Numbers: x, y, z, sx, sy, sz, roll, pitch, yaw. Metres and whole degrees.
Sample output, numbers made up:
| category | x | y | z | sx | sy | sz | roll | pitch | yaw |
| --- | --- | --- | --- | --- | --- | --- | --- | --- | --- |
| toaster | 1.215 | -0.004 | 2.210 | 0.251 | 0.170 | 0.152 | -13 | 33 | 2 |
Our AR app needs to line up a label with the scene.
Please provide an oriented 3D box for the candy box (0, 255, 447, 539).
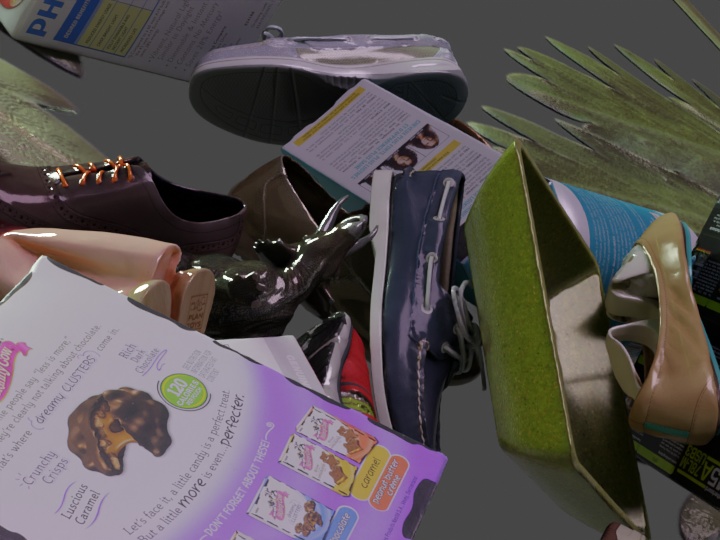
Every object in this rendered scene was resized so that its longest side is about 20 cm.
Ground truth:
| category | x | y | z | sx | sy | sz | roll | pitch | yaw |
| --- | --- | --- | --- | --- | --- | --- | --- | --- | --- |
| candy box | -0.085 | 0.099 | 0.729 | 0.199 | 0.072 | 0.168 | 27 | 32 | 5 |

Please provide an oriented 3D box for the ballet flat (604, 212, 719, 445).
| category | x | y | z | sx | sy | sz | roll | pitch | yaw |
| --- | --- | --- | --- | --- | --- | --- | --- | --- | --- |
| ballet flat | 0.183 | 0.028 | 1.142 | 0.063 | 0.069 | 0.200 | 2 | 36 | -2 |

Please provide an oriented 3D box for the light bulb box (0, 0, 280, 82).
| category | x | y | z | sx | sy | sz | roll | pitch | yaw |
| --- | --- | --- | --- | --- | --- | --- | --- | --- | --- |
| light bulb box | -0.146 | -0.253 | 1.277 | 0.200 | 0.199 | 0.125 | 10 | 31 | -46 |

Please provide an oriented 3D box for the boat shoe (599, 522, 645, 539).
| category | x | y | z | sx | sy | sz | roll | pitch | yaw |
| --- | --- | --- | --- | --- | --- | --- | --- | --- | --- |
| boat shoe | 0.140 | 0.190 | 0.950 | 0.075 | 0.075 | 0.202 | 30 | 22 | 10 |

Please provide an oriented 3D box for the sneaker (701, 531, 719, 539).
| category | x | y | z | sx | sy | sz | roll | pitch | yaw |
| --- | --- | --- | --- | --- | --- | --- | --- | --- | --- |
| sneaker | 0.289 | 0.216 | 1.104 | 0.199 | 0.147 | 0.081 | -19 | 4 | -17 |

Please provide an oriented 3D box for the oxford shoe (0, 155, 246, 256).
| category | x | y | z | sx | sy | sz | roll | pitch | yaw |
| --- | --- | --- | --- | --- | --- | --- | --- | --- | --- |
| oxford shoe | -0.156 | -0.041 | 1.015 | 0.200 | 0.073 | 0.071 | 16 | 29 | -36 |

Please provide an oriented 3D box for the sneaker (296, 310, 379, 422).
| category | x | y | z | sx | sy | sz | roll | pitch | yaw |
| --- | --- | --- | --- | --- | --- | --- | --- | --- | --- |
| sneaker | -0.015 | 0.097 | 0.967 | 0.085 | 0.077 | 0.200 | 47 | 18 | -24 |

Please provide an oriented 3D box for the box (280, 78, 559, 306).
| category | x | y | z | sx | sy | sz | roll | pitch | yaw |
| --- | --- | --- | --- | --- | --- | --- | --- | --- | --- |
| box | 0.040 | -0.054 | 1.209 | 0.200 | 0.082 | 0.049 | 35 | -20 | 44 |

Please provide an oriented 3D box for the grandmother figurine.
| category | x | y | z | sx | sy | sz | roll | pitch | yaw |
| --- | --- | --- | --- | --- | --- | --- | --- | --- | --- |
| grandmother figurine | -0.169 | -0.006 | 0.876 | 0.199 | 0.061 | 0.121 | 17 | 6 | 21 |

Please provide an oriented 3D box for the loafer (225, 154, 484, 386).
| category | x | y | z | sx | sy | sz | roll | pitch | yaw |
| --- | --- | --- | --- | --- | --- | --- | --- | --- | --- |
| loafer | 0.000 | 0.000 | 1.147 | 0.200 | 0.068 | 0.076 | 33 | 23 | -3 |

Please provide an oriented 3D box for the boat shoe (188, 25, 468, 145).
| category | x | y | z | sx | sy | sz | roll | pitch | yaw |
| --- | --- | --- | --- | --- | --- | --- | --- | --- | --- |
| boat shoe | -0.025 | -0.138 | 1.308 | 0.201 | 0.075 | 0.065 | -4 | 46 | -12 |

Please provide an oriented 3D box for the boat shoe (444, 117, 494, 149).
| category | x | y | z | sx | sy | sz | roll | pitch | yaw |
| --- | --- | --- | --- | --- | --- | --- | --- | --- | --- |
| boat shoe | 0.044 | -0.090 | 1.371 | 0.200 | 0.073 | 0.063 | 39 | 4 | 14 |

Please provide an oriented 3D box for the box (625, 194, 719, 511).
| category | x | y | z | sx | sy | sz | roll | pitch | yaw |
| --- | --- | --- | --- | --- | --- | --- | --- | --- | --- |
| box | 0.244 | 0.049 | 1.144 | 0.047 | 0.194 | 0.200 | 24 | 2 | -17 |

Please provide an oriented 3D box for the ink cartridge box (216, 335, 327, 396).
| category | x | y | z | sx | sy | sz | roll | pitch | yaw |
| --- | --- | --- | --- | --- | --- | --- | --- | --- | --- |
| ink cartridge box | -0.077 | 0.109 | 0.828 | 0.176 | 0.045 | 0.200 | 2 | 38 | -32 |

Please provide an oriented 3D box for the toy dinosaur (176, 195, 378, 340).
| category | x | y | z | sx | sy | sz | roll | pitch | yaw |
| --- | --- | --- | --- | --- | --- | --- | --- | --- | --- |
| toy dinosaur | -0.090 | 0.016 | 0.985 | 0.199 | 0.077 | 0.102 | -6 | 14 | 7 |

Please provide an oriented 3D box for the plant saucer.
| category | x | y | z | sx | sy | sz | roll | pitch | yaw |
| --- | --- | --- | --- | --- | --- | --- | --- | --- | --- |
| plant saucer | 0.113 | 0.054 | 1.080 | 0.200 | 0.048 | 0.201 | 46 | 32 | -60 |

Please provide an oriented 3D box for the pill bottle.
| category | x | y | z | sx | sy | sz | roll | pitch | yaw |
| --- | --- | --- | --- | --- | --- | --- | --- | --- | --- |
| pill bottle | 0.146 | -0.004 | 1.292 | 0.200 | 0.111 | 0.111 | 14 | 31 | -40 |

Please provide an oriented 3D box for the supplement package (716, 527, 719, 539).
| category | x | y | z | sx | sy | sz | roll | pitch | yaw |
| --- | --- | --- | --- | --- | --- | --- | --- | --- | --- |
| supplement package | 0.307 | 0.181 | 0.984 | 0.199 | 0.152 | 0.151 | 22 | 1 | -9 |

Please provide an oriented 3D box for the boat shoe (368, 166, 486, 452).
| category | x | y | z | sx | sy | sz | roll | pitch | yaw |
| --- | --- | --- | --- | --- | --- | --- | --- | --- | --- |
| boat shoe | 0.039 | 0.028 | 1.064 | 0.062 | 0.075 | 0.201 | -5 | 56 | 7 |
